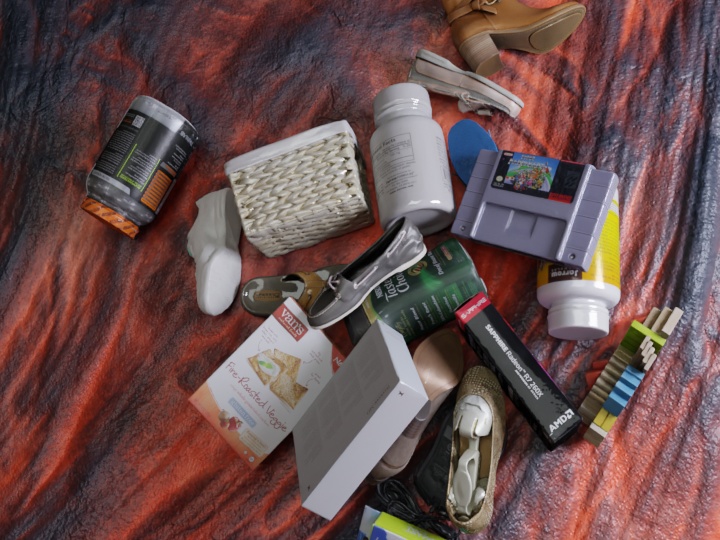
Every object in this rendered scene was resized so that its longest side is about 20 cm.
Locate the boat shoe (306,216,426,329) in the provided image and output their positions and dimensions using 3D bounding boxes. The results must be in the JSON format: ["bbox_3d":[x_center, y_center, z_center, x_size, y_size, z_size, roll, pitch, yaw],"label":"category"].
[{"bbox_3d":[0.000,0.000,1.017,0.198,0.058,0.067,-36,27,-10],"label":"boat shoe"}]

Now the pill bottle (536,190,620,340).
[{"bbox_3d":[0.289,-0.016,0.992,0.106,0.109,0.206,0,72,14],"label":"pill bottle"}]

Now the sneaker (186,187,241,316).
[{"bbox_3d":[-0.235,-0.025,1.154,0.086,0.075,0.205,-7,65,24],"label":"sneaker"}]

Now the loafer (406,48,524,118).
[{"bbox_3d":[0.155,-0.270,1.137,0.198,0.071,0.064,35,100,27],"label":"loafer"}]

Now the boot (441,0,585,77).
[{"bbox_3d":[0.232,-0.402,1.158,0.197,0.077,0.158,-27,64,12],"label":"boot"}]

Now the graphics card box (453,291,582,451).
[{"bbox_3d":[0.201,0.132,0.958,0.050,0.126,0.202,-34,67,-1],"label":"graphics card box"}]

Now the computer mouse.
[{"bbox_3d":[0.122,0.258,0.981,0.138,0.053,0.202,36,94,24],"label":"computer mouse"}]

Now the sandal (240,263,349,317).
[{"bbox_3d":[-0.091,0.028,1.100,0.194,0.055,0.084,-1,72,13],"label":"sandal"}]

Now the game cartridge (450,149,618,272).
[{"bbox_3d":[0.223,-0.086,0.974,0.197,0.038,0.133,17,88,38],"label":"game cartridge"}]

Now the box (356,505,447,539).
[{"bbox_3d":[0.074,0.392,0.930,0.196,0.048,0.125,18,98,18],"label":"box"}]

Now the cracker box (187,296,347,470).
[{"bbox_3d":[-0.123,0.154,1.042,0.200,0.058,0.134,-45,92,-4],"label":"cracker box"}]

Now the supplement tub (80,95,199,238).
[{"bbox_3d":[-0.354,-0.162,1.190,0.120,0.123,0.203,25,79,20],"label":"supplement tub"}]

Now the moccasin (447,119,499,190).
[{"bbox_3d":[0.185,-0.123,1.077,0.079,0.068,0.204,-29,68,12],"label":"moccasin"}]

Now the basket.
[{"bbox_3d":[-0.084,-0.113,1.104,0.195,0.136,0.126,-17,73,7],"label":"basket"}]

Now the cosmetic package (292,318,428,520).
[{"bbox_3d":[-0.007,0.182,0.934,0.051,0.151,0.201,32,105,-19],"label":"cosmetic package"}]

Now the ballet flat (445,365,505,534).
[{"bbox_3d":[0.140,0.219,0.917,0.069,0.065,0.206,-2,78,26],"label":"ballet flat"}]

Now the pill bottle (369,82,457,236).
[{"bbox_3d":[0.071,-0.162,1.089,0.111,0.115,0.205,-11,70,10],"label":"pill bottle"}]

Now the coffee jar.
[{"bbox_3d":[0.070,0.044,1.030,0.197,0.086,0.105,-30,32,3],"label":"coffee jar"}]

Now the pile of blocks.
[{"bbox_3d":[0.331,0.122,0.952,0.061,0.082,0.202,32,83,20],"label":"pile of blocks"}]

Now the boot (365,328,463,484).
[{"bbox_3d":[0.062,0.182,0.982,0.069,0.147,0.200,34,40,4],"label":"boot"}]
